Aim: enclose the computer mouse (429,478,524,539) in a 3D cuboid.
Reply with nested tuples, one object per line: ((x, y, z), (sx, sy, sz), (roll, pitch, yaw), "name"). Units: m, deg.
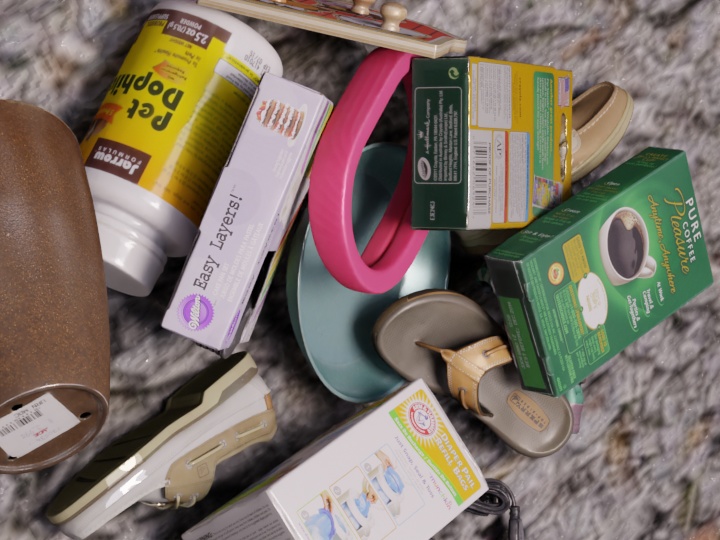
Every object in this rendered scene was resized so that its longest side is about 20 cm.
((0.070, 0.260, 1.835), (0.140, 0.046, 0.201), (3, 78, -29), "computer mouse")

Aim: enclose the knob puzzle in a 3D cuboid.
((-0.016, -0.196, 1.690), (0.219, 0.219, 0.031), (5, 103, -33), "knob puzzle")

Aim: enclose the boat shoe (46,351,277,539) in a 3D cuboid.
((-0.138, 0.141, 1.675), (0.200, 0.075, 0.069), (-38, 105, -28), "boat shoe")

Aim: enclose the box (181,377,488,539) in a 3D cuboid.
((-0.016, 0.178, 1.691), (0.200, 0.112, 0.102), (-33, 91, -47), "box")

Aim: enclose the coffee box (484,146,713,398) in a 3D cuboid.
((0.189, -0.001, 1.781), (0.200, 0.044, 0.124), (-34, 118, -33), "coffee box")

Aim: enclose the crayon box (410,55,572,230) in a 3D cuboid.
((0.102, -0.095, 1.747), (0.200, 0.051, 0.127), (-3, 94, -62), "crayon box")

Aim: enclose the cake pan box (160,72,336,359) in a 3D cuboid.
((-0.077, -0.038, 1.634), (0.052, 0.184, 0.201), (23, 90, 5), "cake pan box")

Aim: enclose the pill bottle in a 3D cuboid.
((-0.143, -0.086, 1.648), (0.109, 0.109, 0.201), (34, 72, -29), "pill bottle")

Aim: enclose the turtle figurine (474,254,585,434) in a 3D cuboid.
((0.165, 0.028, 1.866), (0.149, 0.101, 0.201), (16, 89, -29), "turtle figurine")

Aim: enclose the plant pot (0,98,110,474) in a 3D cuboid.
((-0.239, 0.025, 1.488), (0.186, 0.187, 0.201), (-1, 50, -33), "plant pot")

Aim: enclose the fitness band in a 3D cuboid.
((0.017, -0.074, 1.680), (0.144, 0.037, 0.201), (72, 34, -43), "fitness band")

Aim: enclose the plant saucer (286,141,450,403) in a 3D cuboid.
((0.000, 0.000, 1.759), (0.200, 0.036, 0.201), (-16, 110, -53), "plant saucer")

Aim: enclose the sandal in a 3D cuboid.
((0.095, 0.085, 1.773), (0.082, 0.055, 0.200), (-48, 115, 1), "sandal")

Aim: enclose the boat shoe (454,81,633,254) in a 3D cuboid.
((0.145, -0.097, 1.862), (0.200, 0.071, 0.065), (-44, 114, -24), "boat shoe")
